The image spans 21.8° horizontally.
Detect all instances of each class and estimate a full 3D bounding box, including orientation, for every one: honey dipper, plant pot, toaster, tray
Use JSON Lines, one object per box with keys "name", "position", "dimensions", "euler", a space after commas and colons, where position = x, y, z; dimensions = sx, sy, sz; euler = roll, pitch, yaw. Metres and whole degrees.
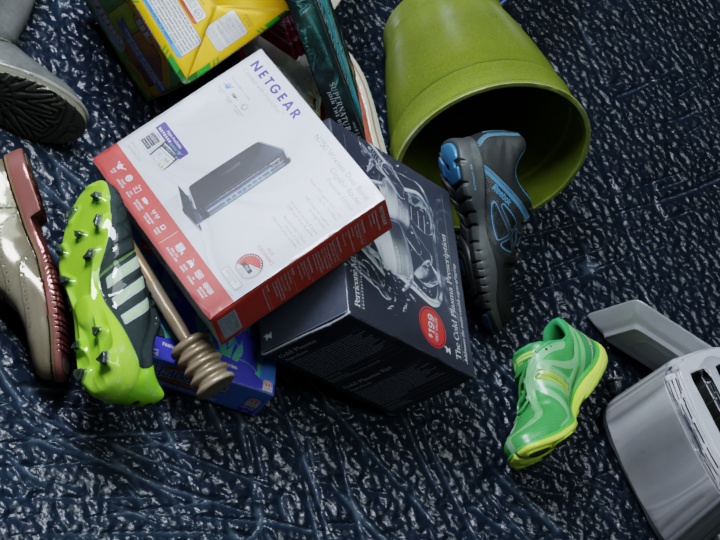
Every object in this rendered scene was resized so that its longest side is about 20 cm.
{"name": "honey dipper", "position": [-0.172, 0.016, 1.571], "dimensions": [0.038, 0.038, 0.201], "euler": [-20, 70, -41]}
{"name": "plant pot", "position": [0.104, -0.179, 1.859], "dimensions": [0.199, 0.201, 0.194], "euler": [9, 44, -30]}
{"name": "toaster", "position": [0.324, 0.162, 1.808], "dimensions": [0.113, 0.129, 0.201], "euler": [-11, 68, -35]}
{"name": "tray", "position": [0.327, 0.095, 1.882], "dimensions": [0.199, 0.107, 0.022], "euler": [32, 70, -13]}

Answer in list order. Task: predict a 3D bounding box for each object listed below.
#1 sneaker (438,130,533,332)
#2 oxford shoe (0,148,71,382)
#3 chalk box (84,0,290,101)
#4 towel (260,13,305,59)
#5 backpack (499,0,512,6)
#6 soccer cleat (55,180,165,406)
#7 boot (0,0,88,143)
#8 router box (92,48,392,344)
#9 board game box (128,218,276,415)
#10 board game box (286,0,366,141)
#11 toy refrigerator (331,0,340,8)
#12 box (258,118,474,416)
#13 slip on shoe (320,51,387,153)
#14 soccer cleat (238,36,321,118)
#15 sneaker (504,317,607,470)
{"name": "sneaker", "position": [0.132, -0.036, 1.782], "dimensions": [0.081, 0.202, 0.073], "euler": [-17, 26, -17]}
{"name": "oxford shoe", "position": [-0.288, 0.003, 1.551], "dimensions": [0.074, 0.071, 0.202], "euler": [-15, 73, -5]}
{"name": "chalk box", "position": [-0.168, -0.241, 1.703], "dimensions": [0.123, 0.200, 0.125], "euler": [-36, 99, -17]}
{"name": "towel", "position": [-0.116, -0.295, 1.709], "dimensions": [0.022, 0.201, 0.144], "euler": [-37, 45, -17]}
{"name": "backpack", "position": [0.121, -0.379, 1.993], "dimensions": [0.201, 0.182, 0.147], "euler": [59, 26, -1]}
{"name": "soccer cleat", "position": [-0.202, 0.021, 1.532], "dimensions": [0.081, 0.067, 0.202], "euler": [26, 45, -46]}
{"name": "boot", "position": [-0.307, -0.227, 1.681], "dimensions": [0.181, 0.073, 0.201], "euler": [29, 42, -18]}
{"name": "router box", "position": [-0.101, -0.066, 1.582], "dimensions": [0.179, 0.049, 0.200], "euler": [-35, 61, -10]}
{"name": "board game box", "position": [-0.144, 0.012, 1.643], "dimensions": [0.151, 0.045, 0.202], "euler": [19, 52, -23]}
{"name": "board game box", "position": [-0.040, -0.227, 1.682], "dimensions": [0.136, 0.028, 0.201], "euler": [-98, 170, -54]}
{"name": "toy refrigerator", "position": [-0.038, -0.308, 1.854], "dimensions": [0.070, 0.076, 0.200], "euler": [33, 23, -12]}
{"name": "box", "position": [0.000, 0.000, 1.674], "dimensions": [0.181, 0.104, 0.202], "euler": [27, 47, -44]}
{"name": "slip on shoe", "position": [-0.023, -0.143, 1.816], "dimensions": [0.061, 0.074, 0.202], "euler": [-8, 66, -22]}
{"name": "soccer cleat", "position": [-0.062, -0.171, 1.782], "dimensions": [0.077, 0.069, 0.201], "euler": [-21, 61, -1]}
{"name": "sneaker", "position": [0.170, 0.117, 1.777], "dimensions": [0.084, 0.074, 0.200], "euler": [44, 37, -6]}
